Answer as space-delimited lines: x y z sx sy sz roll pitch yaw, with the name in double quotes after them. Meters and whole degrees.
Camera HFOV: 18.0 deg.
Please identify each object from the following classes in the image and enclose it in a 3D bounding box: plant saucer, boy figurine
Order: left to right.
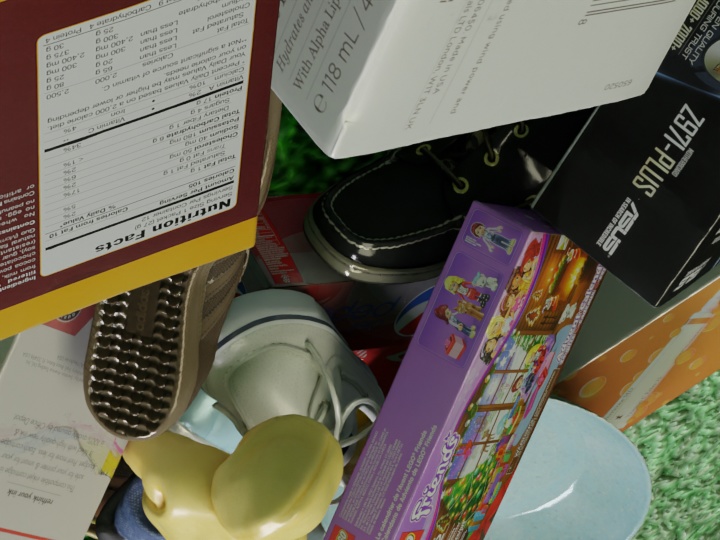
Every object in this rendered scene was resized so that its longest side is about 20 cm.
-0.073 0.116 1.145 0.065 0.124 0.200 -53 -171 -28 "boy figurine"
0.072 0.121 1.347 0.199 0.039 0.202 0 139 0 "plant saucer"

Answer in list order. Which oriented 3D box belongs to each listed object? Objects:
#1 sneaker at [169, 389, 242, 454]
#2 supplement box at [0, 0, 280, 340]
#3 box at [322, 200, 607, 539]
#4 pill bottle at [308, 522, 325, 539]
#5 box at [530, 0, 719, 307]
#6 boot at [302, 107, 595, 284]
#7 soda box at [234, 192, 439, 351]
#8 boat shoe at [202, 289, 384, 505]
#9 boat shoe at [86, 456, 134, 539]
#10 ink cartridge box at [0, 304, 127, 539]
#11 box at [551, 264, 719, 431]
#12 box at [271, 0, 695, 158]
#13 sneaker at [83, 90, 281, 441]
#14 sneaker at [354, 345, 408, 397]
-0.047 0.082 1.313 0.082 0.074 0.200 -37 153 17 "sneaker"
-0.130 -0.116 0.776 0.132 0.198 0.201 -21 150 -20 "supplement box"
0.059 0.065 1.191 0.137 0.039 0.201 3 113 -64 "box"
-0.108 0.203 1.404 0.111 0.112 0.200 1 138 -46 "pill bottle"
0.196 -0.088 1.184 0.164 0.086 0.200 -57 166 25 "box"
0.069 -0.080 1.171 0.203 0.074 0.154 -20 149 -40 "boot"
0.000 0.000 1.240 0.199 0.064 0.070 -5 143 -40 "soda box"
-0.025 0.079 1.181 0.074 0.086 0.202 -33 153 4 "boat shoe"
-0.178 0.114 1.210 0.072 0.069 0.199 -1 175 41 "boat shoe"
-0.174 0.080 1.094 0.116 0.067 0.201 27 87 -57 "ink cartridge box"
0.173 0.013 1.401 0.199 0.098 0.124 -33 152 3 "box"
0.056 -0.172 0.916 0.199 0.131 0.200 -14 143 -41 "box"
-0.081 -0.022 1.048 0.076 0.070 0.201 -57 169 -68 "sneaker"
0.041 0.077 1.381 0.077 0.085 0.200 -35 153 3 "sneaker"
